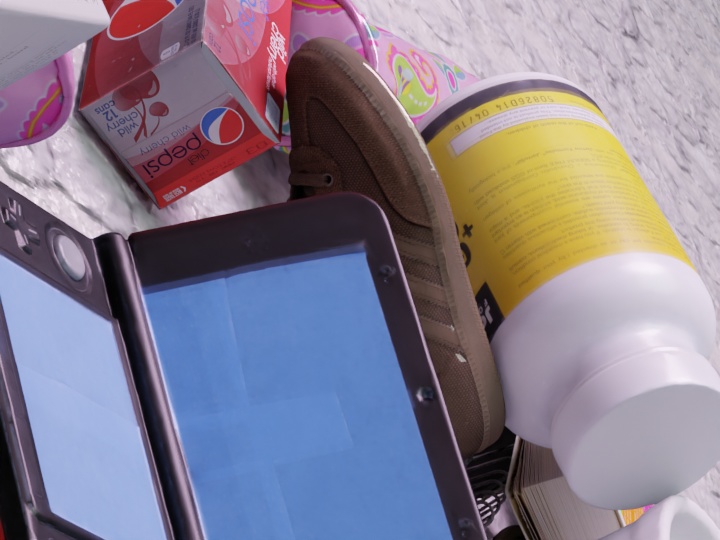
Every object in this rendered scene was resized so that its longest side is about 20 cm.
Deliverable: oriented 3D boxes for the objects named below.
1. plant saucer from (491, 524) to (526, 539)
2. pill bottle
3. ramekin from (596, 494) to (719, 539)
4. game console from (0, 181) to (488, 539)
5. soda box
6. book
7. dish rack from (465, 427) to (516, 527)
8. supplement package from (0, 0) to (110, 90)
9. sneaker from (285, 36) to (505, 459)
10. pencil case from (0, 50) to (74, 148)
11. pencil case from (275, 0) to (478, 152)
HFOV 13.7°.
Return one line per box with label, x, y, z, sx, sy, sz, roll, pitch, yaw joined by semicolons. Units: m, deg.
plant saucer;0.100;0.219;1.435;0.200;0.029;0.200;54;21;-32
pill bottle;0.095;0.010;1.379;0.112;0.112;0.200;43;16;-46
ramekin;0.133;0.209;1.328;0.201;0.098;0.201;58;18;-30
game console;-0.056;0.045;1.117;0.172;0.119;0.200;37;30;-55
soda box;-0.076;-0.115;1.372;0.063;0.070;0.200;52;21;-27
book;0.133;0.151;1.480;0.134;0.048;0.200;-76;145;-63
dish rack;0.025;0.063;1.427;0.154;0.054;0.200;60;18;-4
supplement package;-0.189;-0.109;0.961;0.121;0.120;0.200;65;18;7
sneaker;0.000;0.000;1.310;0.070;0.075;0.200;0;-65;63
pencil case;-0.154;-0.131;1.159;0.087;0.087;0.200;48;23;-39
pencil case;0.009;-0.078;1.507;0.200;0.087;0.088;23;43;-63
